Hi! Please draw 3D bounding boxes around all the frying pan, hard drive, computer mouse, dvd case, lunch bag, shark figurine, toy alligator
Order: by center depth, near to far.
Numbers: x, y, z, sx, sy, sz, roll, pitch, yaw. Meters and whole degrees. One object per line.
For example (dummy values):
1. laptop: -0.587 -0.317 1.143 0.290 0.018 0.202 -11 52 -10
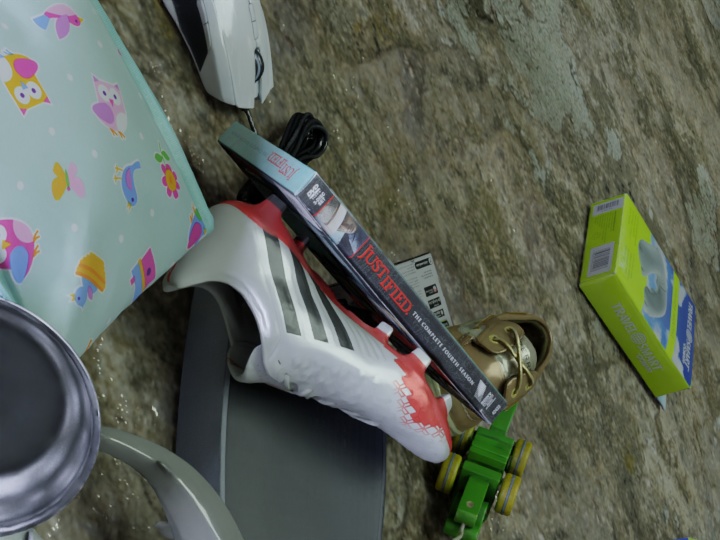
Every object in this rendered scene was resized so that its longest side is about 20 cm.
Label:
1. frying pan: -0.201 0.056 0.577 0.031 0.187 0.117 -89 -177 -68
2. lunch bag: -0.180 -0.062 0.646 0.171 0.121 0.202 -52 126 -53
3. shark figurine: -0.082 0.146 0.694 0.127 0.089 0.217 -28 109 -25
4. hard drive: -0.042 0.106 0.821 0.134 0.042 0.203 15 63 -31
5. dvd case: 0.000 0.000 0.850 0.200 0.022 0.146 48 -5 -28
6. computer mouse: -0.080 -0.147 0.921 0.110 0.043 0.202 -42 112 -56
7. toy alligator: 0.083 0.171 1.027 0.201 0.059 0.055 -61 167 -51

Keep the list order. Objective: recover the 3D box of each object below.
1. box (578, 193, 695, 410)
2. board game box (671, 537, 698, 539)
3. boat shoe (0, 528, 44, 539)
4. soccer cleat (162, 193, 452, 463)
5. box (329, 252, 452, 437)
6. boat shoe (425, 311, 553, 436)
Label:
1. box: 0.295 0.035 1.442 0.201 0.047 0.123 52 37 -31
2. board game box: 0.355 0.348 1.387 0.199 0.044 0.136 24 56 -52
3. boat shoe: -0.150 0.153 0.638 0.202 0.066 0.074 62 32 -18
4. soccer cleat: -0.028 0.048 0.791 0.200 0.068 0.085 49 66 -12
5. box: 0.008 0.058 0.973 0.199 0.034 0.112 -17 90 -60
6. boat shoe: 0.094 0.064 0.996 0.075 0.066 0.200 70 20 -5
